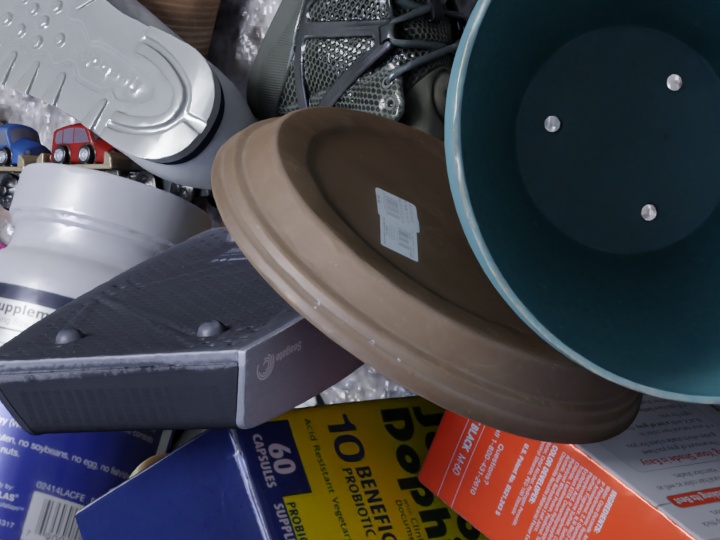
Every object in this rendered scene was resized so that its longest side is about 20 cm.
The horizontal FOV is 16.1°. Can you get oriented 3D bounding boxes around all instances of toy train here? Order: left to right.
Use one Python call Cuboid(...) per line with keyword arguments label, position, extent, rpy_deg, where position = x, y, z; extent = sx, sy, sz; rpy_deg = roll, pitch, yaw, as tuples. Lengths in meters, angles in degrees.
Cuboid(label="toy train", position=(-0.139, -0.054, 1.297), extent=(0.200, 0.034, 0.046), rpy_deg=(1, 89, 44))

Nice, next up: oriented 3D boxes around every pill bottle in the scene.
Cuboid(label="pill bottle", position=(-0.140, 0.058, 1.188), extent=(0.116, 0.116, 0.200), rpy_deg=(4, 74, 44))

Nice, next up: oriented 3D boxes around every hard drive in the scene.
Cuboid(label="hard drive", position=(-0.052, 0.021, 1.055), extent=(0.135, 0.200, 0.042), rpy_deg=(-4, 105, 26))

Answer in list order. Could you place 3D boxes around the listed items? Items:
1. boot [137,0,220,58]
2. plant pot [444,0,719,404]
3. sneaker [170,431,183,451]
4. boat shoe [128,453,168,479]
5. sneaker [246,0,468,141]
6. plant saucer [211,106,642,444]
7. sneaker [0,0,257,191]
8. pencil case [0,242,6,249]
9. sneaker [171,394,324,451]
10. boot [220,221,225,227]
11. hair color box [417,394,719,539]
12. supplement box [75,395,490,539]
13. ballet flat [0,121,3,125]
Cuboid(label="boot", position=(-0.146, -0.186, 1.291), extent=(0.200, 0.077, 0.155), rpy_deg=(19, 106, 39))
Cuboid(label="plant pot", position=(0.120, -0.053, 0.990), extent=(0.135, 0.200, 0.200), rpy_deg=(-171, 80, -80))
Cuboid(label="sneaker", position=(-0.118, 0.066, 1.268), extent=(0.200, 0.076, 0.088), rpy_deg=(31, 105, 22))
Cuboid(label="boat shoe", position=(-0.058, 0.178, 1.129), extent=(0.063, 0.073, 0.200), rpy_deg=(-34, 79, 32))
Cuboid(label="sneaker", position=(0.024, -0.127, 1.137), extent=(0.114, 0.076, 0.200), rpy_deg=(39, 121, 33))
Cuboid(label="plant saucer", position=(0.033, -0.005, 1.026), extent=(0.200, 0.200, 0.029), rpy_deg=(48, 118, 31))
Cuboid(label="sneaker", position=(-0.121, -0.098, 1.216), extent=(0.076, 0.080, 0.200), rpy_deg=(-51, 55, 6))
Cuboid(label="pencil case", position=(-0.248, 0.061, 1.402), extent=(0.088, 0.088, 0.200), rpy_deg=(35, 113, 37))
Cuboid(label="sneaker", position=(-0.042, 0.159, 1.198), extent=(0.080, 0.070, 0.200), rpy_deg=(-8, 80, 3))
Cuboid(label="boot", position=(0.000, 0.000, 1.172), extent=(0.200, 0.074, 0.076), rpy_deg=(15, 94, 45))
Cuboid(label="hair color box", position=(0.133, 0.108, 1.017), extent=(0.200, 0.111, 0.064), rpy_deg=(37, 116, 37))
Cuboid(label="supplement box", position=(-0.001, 0.123, 1.083), extent=(0.109, 0.200, 0.109), rpy_deg=(-33, 70, 39))
Cuboid(label="ballet flat", position=(-0.278, -0.077, 1.429), extent=(0.200, 0.063, 0.069), rpy_deg=(-3, 55, 40))
